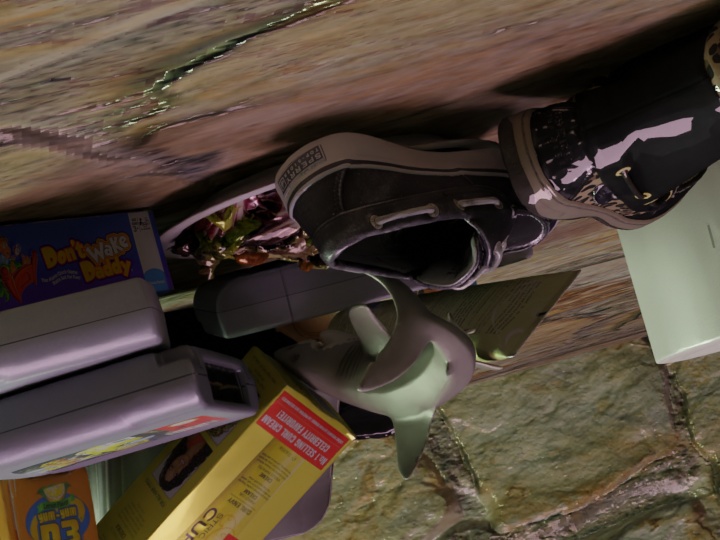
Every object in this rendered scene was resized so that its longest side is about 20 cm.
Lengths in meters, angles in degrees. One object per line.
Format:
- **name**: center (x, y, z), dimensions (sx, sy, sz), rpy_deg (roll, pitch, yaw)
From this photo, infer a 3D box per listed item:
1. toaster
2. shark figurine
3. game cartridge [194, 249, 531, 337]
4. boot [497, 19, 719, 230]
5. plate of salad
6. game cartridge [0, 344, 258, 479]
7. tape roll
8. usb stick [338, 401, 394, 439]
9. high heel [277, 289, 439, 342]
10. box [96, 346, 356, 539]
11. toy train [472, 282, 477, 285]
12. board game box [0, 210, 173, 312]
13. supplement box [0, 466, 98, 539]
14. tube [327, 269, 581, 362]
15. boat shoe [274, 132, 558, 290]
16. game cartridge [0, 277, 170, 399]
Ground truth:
- **toaster**: center (-0.131, 0.102, 1.301), dimensions (0.199, 0.120, 0.181), rpy_deg (-9, -163, -28)
- **shark figurine**: center (0.028, 0.067, 1.095), dimensions (0.127, 0.090, 0.214), rpy_deg (14, 167, -10)
- **game cartridge**: center (0.000, 0.000, 1.241), dimensions (0.198, 0.041, 0.133), rpy_deg (-15, -173, -12)
- **boot**: center (0.179, -0.080, 1.037), dimensions (0.153, 0.074, 0.203), rpy_deg (-24, 171, 32)
- **plate of salad**: center (-0.015, -0.029, 1.089), dimensions (0.198, 0.048, 0.200), rpy_deg (-16, 173, -2)
- **game cartridge**: center (-0.132, 0.077, 1.061), dimensions (0.132, 0.041, 0.200), rpy_deg (-13, 174, 5)
- **tape roll**: center (0.277, -0.029, 1.356), dimensions (0.201, 0.140, 0.203), rpy_deg (-16, 173, -2)
- **usb stick**: center (0.010, 0.079, 1.384), dimensions (0.055, 0.033, 0.200), rpy_deg (-6, -170, 5)
- **high heel**: center (-0.005, 0.029, 1.407), dimensions (0.142, 0.072, 0.200), rpy_deg (-21, -176, -12)
- **box**: center (-0.098, 0.145, 1.190), dimensions (0.200, 0.050, 0.075), rpy_deg (-48, 130, 2)
- **toy train**: center (0.014, 0.055, 1.643), dimensions (0.198, 0.087, 0.114), rpy_deg (-16, 167, 4)
- **board game box**: center (-0.215, 0.024, 1.058), dimensions (0.199, 0.045, 0.134), rpy_deg (-22, 170, 41)
- **supplement box**: center (-0.246, 0.165, 1.194), dimensions (0.199, 0.069, 0.066), rpy_deg (-18, 170, 39)
- **tube**: center (0.053, 0.038, 1.244), dimensions (0.052, 0.059, 0.199), rpy_deg (10, 166, -34)
- **boat shoe**: center (0.043, -0.021, 1.013), dimensions (0.072, 0.068, 0.199), rpy_deg (-42, 151, 28)
- **game cartridge**: center (-0.167, 0.048, 1.028), dimensions (0.132, 0.041, 0.200), rpy_deg (-18, 174, -17)
